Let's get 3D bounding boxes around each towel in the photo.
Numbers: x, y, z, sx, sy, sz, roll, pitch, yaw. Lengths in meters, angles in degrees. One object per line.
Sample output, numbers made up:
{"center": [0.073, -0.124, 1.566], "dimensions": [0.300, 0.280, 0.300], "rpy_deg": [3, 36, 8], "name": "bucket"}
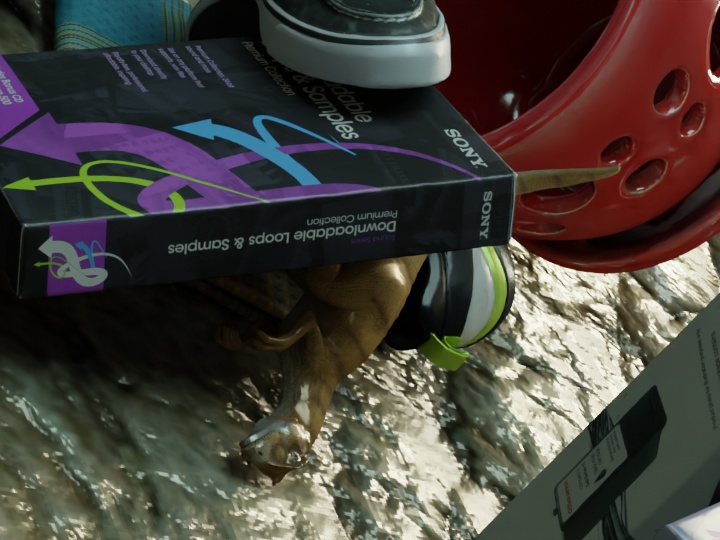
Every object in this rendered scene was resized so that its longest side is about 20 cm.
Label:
{"center": [-0.073, -0.055, 1.299], "dimensions": [0.146, 0.022, 0.200], "rpy_deg": [28, 31, -24], "name": "towel"}

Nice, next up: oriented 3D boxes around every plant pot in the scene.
{"center": [0.091, -0.104, 1.387], "dimensions": [0.182, 0.200, 0.201], "rpy_deg": [35, 22, -51], "name": "plant pot"}

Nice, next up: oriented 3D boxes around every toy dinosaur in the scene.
{"center": [0.000, 0.000, 1.207], "dimensions": [0.106, 0.060, 0.200], "rpy_deg": [42, 68, -5], "name": "toy dinosaur"}

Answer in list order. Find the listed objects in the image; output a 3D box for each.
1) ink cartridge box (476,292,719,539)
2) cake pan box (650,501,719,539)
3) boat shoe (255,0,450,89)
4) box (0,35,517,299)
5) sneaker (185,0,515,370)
{"center": [0.161, 0.101, 1.174], "dimensions": [0.146, 0.200, 0.083], "rpy_deg": [29, 32, -21], "name": "ink cartridge box"}
{"center": [0.103, 0.147, 1.029], "dimensions": [0.052, 0.200, 0.184], "rpy_deg": [46, 25, 16], "name": "cake pan box"}
{"center": [-0.007, -0.134, 1.231], "dimensions": [0.073, 0.068, 0.199], "rpy_deg": [0, 25, -10], "name": "boat shoe"}
{"center": [-0.057, -0.047, 1.164], "dimensions": [0.200, 0.036, 0.143], "rpy_deg": [-5, 31, -23], "name": "box"}
{"center": [-0.011, -0.044, 1.265], "dimensions": [0.200, 0.072, 0.083], "rpy_deg": [48, 31, 13], "name": "sneaker"}
